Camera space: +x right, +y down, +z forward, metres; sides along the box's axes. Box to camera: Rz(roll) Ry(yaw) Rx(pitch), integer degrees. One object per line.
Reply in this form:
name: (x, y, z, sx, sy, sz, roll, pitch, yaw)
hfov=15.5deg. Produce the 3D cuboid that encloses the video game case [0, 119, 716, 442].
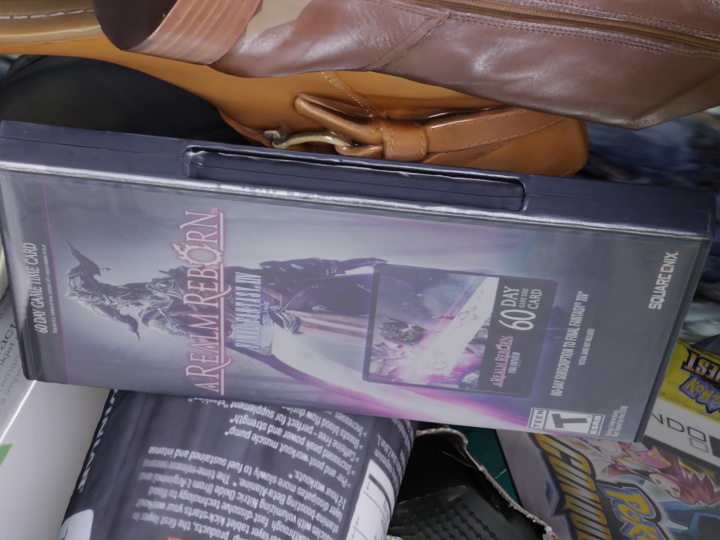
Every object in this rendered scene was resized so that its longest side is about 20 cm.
video game case: (-0.005, 0.007, 0.782, 0.199, 0.019, 0.143, 5, 153, 0)

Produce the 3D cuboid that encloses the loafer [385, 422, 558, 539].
loafer: (0.013, 0.075, 0.982, 0.200, 0.075, 0.070, 35, 143, 33)

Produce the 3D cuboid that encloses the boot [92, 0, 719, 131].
boot: (0.064, -0.097, 0.599, 0.199, 0.065, 0.186, 7, 148, -38)

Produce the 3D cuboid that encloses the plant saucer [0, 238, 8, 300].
plant saucer: (-0.222, -0.030, 0.950, 0.199, 0.050, 0.201, -5, 134, -5)

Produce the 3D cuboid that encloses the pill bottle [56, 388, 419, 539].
pill bottle: (-0.044, 0.082, 0.881, 0.106, 0.201, 0.106, 14, 152, 8)

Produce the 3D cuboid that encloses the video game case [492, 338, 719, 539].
video game case: (0.129, 0.091, 0.919, 0.180, 0.026, 0.200, 23, 153, 29)

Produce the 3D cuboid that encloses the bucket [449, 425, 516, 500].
bucket: (0.099, 0.154, 1.206, 0.206, 0.208, 0.135, 17, 172, -21)

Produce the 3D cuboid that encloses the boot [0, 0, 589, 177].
boot: (-0.036, -0.066, 0.744, 0.199, 0.077, 0.155, -8, 153, 14)

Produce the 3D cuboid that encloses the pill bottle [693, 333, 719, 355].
pill bottle: (0.192, 0.052, 0.934, 0.113, 0.114, 0.200, 18, 162, -25)

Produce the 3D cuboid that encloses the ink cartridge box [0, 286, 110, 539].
ink cartridge box: (-0.154, 0.064, 1.046, 0.084, 0.147, 0.200, 33, 173, -33)

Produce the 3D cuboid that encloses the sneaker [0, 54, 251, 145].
sneaker: (-0.036, -0.030, 0.845, 0.199, 0.091, 0.076, 5, 166, 25)
